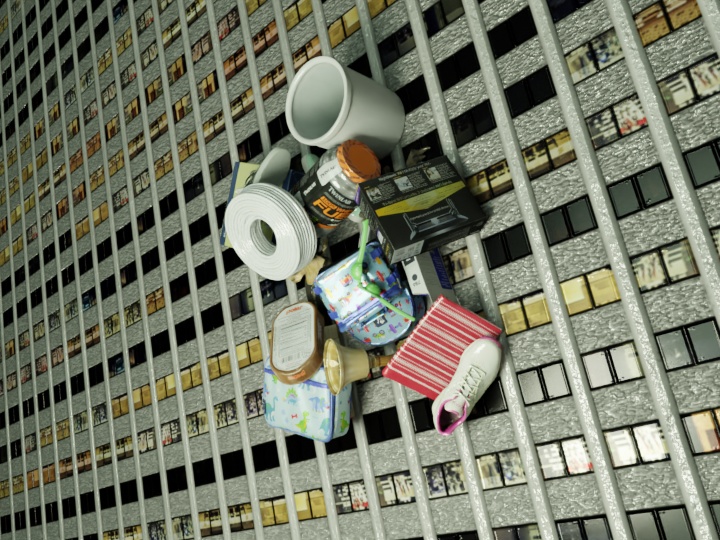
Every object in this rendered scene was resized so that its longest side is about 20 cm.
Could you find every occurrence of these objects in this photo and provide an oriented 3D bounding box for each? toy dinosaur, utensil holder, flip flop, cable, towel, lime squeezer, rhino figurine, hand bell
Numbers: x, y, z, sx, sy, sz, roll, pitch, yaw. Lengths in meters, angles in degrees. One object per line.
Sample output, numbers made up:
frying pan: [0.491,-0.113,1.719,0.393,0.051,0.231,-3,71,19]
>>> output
toy dinosaur: [-0.096,-0.022,1.416,0.199,0.057,0.103,-21,61,60]
utensil holder: [-0.026,-0.323,1.373,0.168,0.199,0.173,-5,82,40]
flip flop: [-0.070,0.069,1.471,0.080,0.057,0.203,-5,98,44]
cable: [-0.183,-0.079,1.351,0.198,0.069,0.202,-10,109,42]
towel: [0.147,0.149,1.230,0.201,0.143,0.023,-55,19,22]
lime squeezer: [0.025,0.015,1.204,0.202,0.070,0.038,64,166,-5]
rhino figurine: [0.076,-0.170,1.353,0.200,0.060,0.088,-49,45,6]
hand bell: [0.038,0.174,1.279,0.104,0.197,0.106,177,90,-70]

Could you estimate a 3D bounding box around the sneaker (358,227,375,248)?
sneaker: [0.000,0.000,1.400,0.070,0.073,0.203,6,91,33]

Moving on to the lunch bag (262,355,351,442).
lunch bag: [-0.114,0.252,1.376,0.198,0.082,0.163,9,98,37]

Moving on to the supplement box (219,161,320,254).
supplement box: [-0.198,-0.133,1.544,0.198,0.133,0.203,15,94,40]

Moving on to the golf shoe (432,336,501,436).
golf shoe: [0.192,0.212,1.196,0.075,0.092,0.202,27,109,5]

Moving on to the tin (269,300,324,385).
tin: [-0.129,0.142,1.362,0.110,0.042,0.201,-17,39,9]

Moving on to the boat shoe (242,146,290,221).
boat shoe: [-0.219,-0.184,1.434,0.064,0.070,0.201,45,114,32]

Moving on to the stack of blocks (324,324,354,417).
stack of blocks: [-0.091,0.226,1.442,0.114,0.058,0.203,-12,89,39]

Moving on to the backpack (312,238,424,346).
backpack: [0.024,0.058,1.296,0.181,0.135,0.202,-28,96,15]

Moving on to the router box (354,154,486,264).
router box: [0.110,-0.116,1.245,0.159,0.198,0.052,62,160,25]

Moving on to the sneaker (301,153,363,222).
sneaker: [-0.035,-0.213,1.441,0.200,0.073,0.119,45,120,17]

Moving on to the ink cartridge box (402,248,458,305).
ink cartridge box: [0.122,-0.013,1.281,0.039,0.099,0.202,-32,65,33]

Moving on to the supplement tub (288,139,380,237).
supplement tub: [-0.055,-0.164,1.339,0.200,0.121,0.124,-40,61,42]
